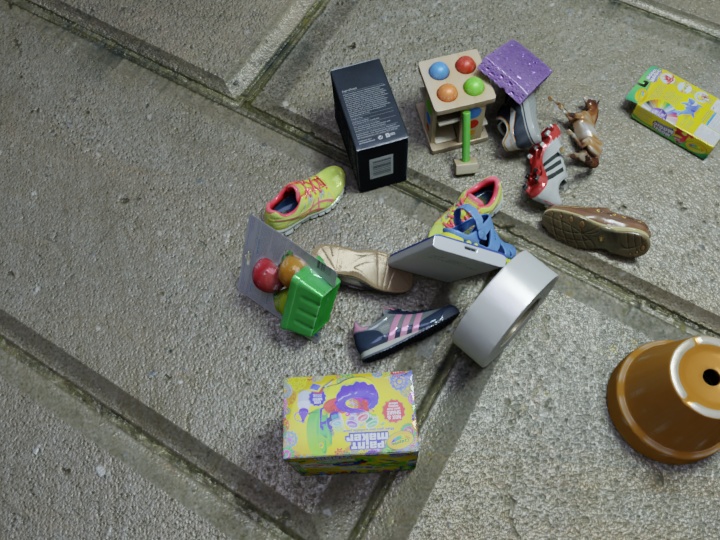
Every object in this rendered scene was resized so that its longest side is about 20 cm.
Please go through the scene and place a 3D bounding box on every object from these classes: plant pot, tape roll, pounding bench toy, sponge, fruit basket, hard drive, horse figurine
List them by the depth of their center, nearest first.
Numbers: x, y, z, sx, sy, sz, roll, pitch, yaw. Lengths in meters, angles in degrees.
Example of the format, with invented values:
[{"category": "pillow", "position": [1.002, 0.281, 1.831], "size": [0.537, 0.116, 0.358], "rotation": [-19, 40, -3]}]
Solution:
[{"category": "plant pot", "position": [0.520, 0.193, 1.012], "size": [0.198, 0.184, 0.202], "rotation": [-1, 66, 3]}, {"category": "tape roll", "position": [0.245, 0.066, 1.077], "size": [0.071, 0.203, 0.202], "rotation": [39, 74, 19]}, {"category": "hard drive", "position": [0.143, -0.018, 1.099], "size": [0.131, 0.200, 0.026], "rotation": [15, 78, -16]}, {"category": "fruit basket", "position": [-0.133, 0.016, 1.146], "size": [0.199, 0.186, 0.093], "rotation": [36, 42, 21]}, {"category": "pounding bench toy", "position": [0.198, -0.311, 1.268], "size": [0.123, 0.156, 0.202], "rotation": [-14, 66, -3]}, {"category": "sponge", "position": [0.312, -0.402, 1.271], "size": [0.111, 0.030, 0.200], "rotation": [41, 40, 4]}, {"category": "horse figurine", "position": [0.445, -0.276, 1.280], "size": [0.131, 0.050, 0.202], "rotation": [14, 57, -31]}]

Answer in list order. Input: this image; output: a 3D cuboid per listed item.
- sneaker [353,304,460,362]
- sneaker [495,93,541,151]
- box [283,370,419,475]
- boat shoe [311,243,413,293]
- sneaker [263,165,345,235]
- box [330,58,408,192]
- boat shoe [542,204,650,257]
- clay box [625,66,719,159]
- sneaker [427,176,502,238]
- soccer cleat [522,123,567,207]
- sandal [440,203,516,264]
[{"category": "sneaker", "position": [0.080, 0.091, 1.145], "size": [0.198, 0.070, 0.083], "rotation": [-22, 70, -8]}, {"category": "sneaker", "position": [0.319, -0.326, 1.308], "size": [0.079, 0.078, 0.201], "rotation": [-20, 42, 29]}, {"category": "box", "position": [-0.011, 0.249, 1.014], "size": [0.198, 0.193, 0.123], "rotation": [-3, 66, 1]}, {"category": "boat shoe", "position": [0.000, 0.000, 1.193], "size": [0.198, 0.065, 0.073], "rotation": [12, 75, -11]}, {"category": "sneaker", "position": [-0.108, -0.147, 1.250], "size": [0.200, 0.091, 0.078], "rotation": [-41, 68, -15]}, {"category": "box", "position": [0.018, -0.289, 1.273], "size": [0.106, 0.149, 0.202], "rotation": [-16, 67, -4]}, {"category": "boat shoe", "position": [0.446, -0.084, 1.206], "size": [0.198, 0.072, 0.068], "rotation": [17, 47, 15]}, {"category": "clay box", "position": [0.654, -0.329, 1.309], "size": [0.199, 0.048, 0.115], "rotation": [38, 73, 19]}, {"category": "sneaker", "position": [0.197, -0.107, 1.207], "size": [0.078, 0.090, 0.200], "rotation": [38, 75, 16]}, {"category": "soccer cleat", "position": [0.377, -0.209, 1.267], "size": [0.085, 0.069, 0.201], "rotation": [32, 53, -18]}, {"category": "sandal", "position": [0.221, -0.062, 1.146], "size": [0.079, 0.199, 0.088], "rotation": [18, 92, 44]}]
